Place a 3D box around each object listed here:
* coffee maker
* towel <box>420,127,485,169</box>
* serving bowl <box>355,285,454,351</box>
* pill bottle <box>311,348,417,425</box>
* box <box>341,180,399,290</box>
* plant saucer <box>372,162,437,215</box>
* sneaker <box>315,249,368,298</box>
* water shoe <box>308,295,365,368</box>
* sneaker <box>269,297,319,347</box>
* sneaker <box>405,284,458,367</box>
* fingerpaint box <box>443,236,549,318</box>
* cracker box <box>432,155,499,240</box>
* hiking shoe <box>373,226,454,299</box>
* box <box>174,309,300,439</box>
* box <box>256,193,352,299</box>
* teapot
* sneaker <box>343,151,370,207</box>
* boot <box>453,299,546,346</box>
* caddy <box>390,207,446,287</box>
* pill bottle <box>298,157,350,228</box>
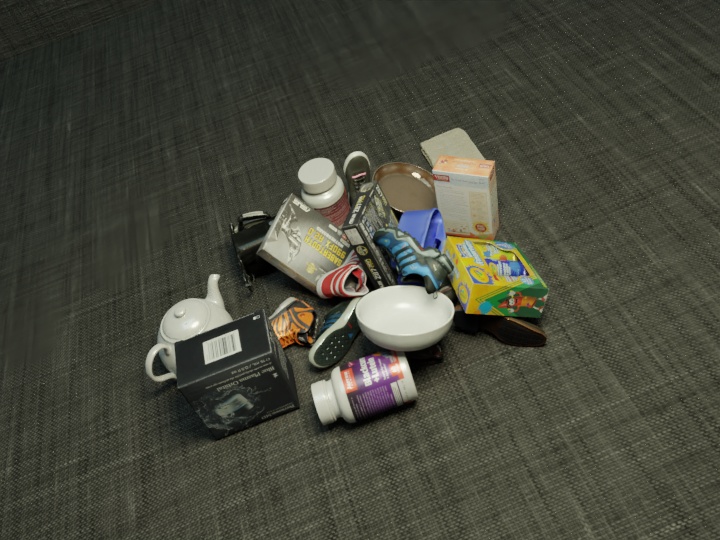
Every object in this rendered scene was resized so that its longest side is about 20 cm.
[{"bbox_3d":[-0.207,-0.062,1.614,0.196,0.135,0.196,-21,71,-1],"label":"coffee maker"},{"bbox_3d":[0.249,-0.298,1.730,0.130,0.035,0.202,-22,48,-1],"label":"towel"},{"bbox_3d":[0.088,0.103,1.289,0.194,0.067,0.201,-2,24,1],"label":"serving bowl"},{"bbox_3d":[0.006,0.232,1.286,0.195,0.113,0.113,-20,47,-1],"label":"pill bottle"},{"bbox_3d":[0.041,-0.073,1.469,0.048,0.202,0.163,-9,39,32],"label":"box"},{"bbox_3d":[0.121,-0.197,1.639,0.195,0.033,0.203,9,45,-9],"label":"plant saucer"},{"bbox_3d":[0.000,0.000,1.479,0.199,0.072,0.111,-39,22,-33],"label":"sneaker"},{"bbox_3d":[-0.055,0.134,1.434,0.078,0.072,0.200,5,43,48],"label":"water shoe"},{"bbox_3d":[-0.167,0.147,1.436,0.110,0.078,0.201,22,59,32],"label":"sneaker"},{"bbox_3d":[0.157,0.129,1.367,0.199,0.076,0.116,-40,55,-5],"label":"sneaker"},{"bbox_3d":[0.274,0.009,1.354,0.162,0.075,0.201,4,29,-11],"label":"fingerpaint box"},{"bbox_3d":[0.246,-0.165,1.499,0.131,0.202,0.058,12,53,25],"label":"cracker box"},{"bbox_3d":[0.094,-0.024,1.343,0.198,0.075,0.088,29,78,33],"label":"hiking shoe"},{"bbox_3d":[-0.245,0.213,1.317,0.192,0.202,0.119,-20,46,-2],"label":"box"},{"bbox_3d":[-0.123,-0.055,1.515,0.048,0.198,0.161,-23,37,57],"label":"box"},{"bbox_3d":[-0.381,0.139,1.460,0.193,0.148,0.203,-19,48,-1],"label":"teapot"},{"bbox_3d":[0.005,-0.199,1.616,0.069,0.202,0.101,-16,57,-9],"label":"sneaker"},{"bbox_3d":[0.295,0.087,1.350,0.195,0.076,0.098,17,48,13],"label":"boot"},{"bbox_3d":[0.143,-0.048,1.470,0.102,0.143,0.203,2,51,22],"label":"caddy"},{"bbox_3d":[-0.084,-0.169,1.601,0.107,0.202,0.111,-8,47,9],"label":"pill bottle"}]
